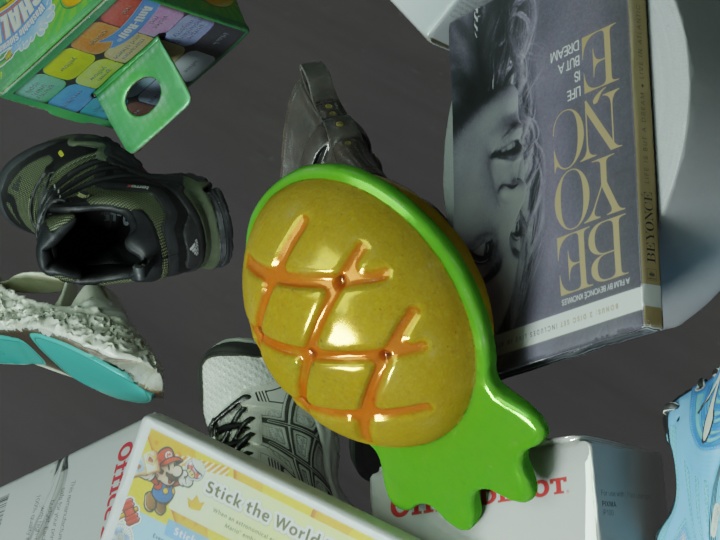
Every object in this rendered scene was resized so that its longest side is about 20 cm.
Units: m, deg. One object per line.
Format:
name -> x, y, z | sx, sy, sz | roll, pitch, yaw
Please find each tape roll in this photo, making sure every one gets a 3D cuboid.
tape roll -> 0.126, -0.068, 1.086 | 0.200, 0.066, 0.202 | -20, 66, 55

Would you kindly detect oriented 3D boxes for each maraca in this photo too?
maraca -> 0.015, 0.038, 1.050 | 0.137, 0.107, 0.201 | -32, 92, 46

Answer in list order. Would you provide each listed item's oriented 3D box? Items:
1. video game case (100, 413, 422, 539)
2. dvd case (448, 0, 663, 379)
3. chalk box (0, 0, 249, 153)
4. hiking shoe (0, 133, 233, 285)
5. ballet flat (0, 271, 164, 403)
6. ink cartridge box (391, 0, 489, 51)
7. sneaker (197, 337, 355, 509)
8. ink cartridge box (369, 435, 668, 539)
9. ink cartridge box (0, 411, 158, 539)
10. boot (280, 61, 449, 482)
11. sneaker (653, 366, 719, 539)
video game case -> -0.060, 0.198, 1.108 | 0.199, 0.023, 0.183 | 23, 98, 23
dvd case -> 0.093, -0.053, 1.058 | 0.148, 0.016, 0.202 | -22, 65, 53
chalk box -> -0.166, -0.174, 1.339 | 0.125, 0.124, 0.201 | -37, 61, 28
hiking shoe -> -0.177, -0.037, 1.327 | 0.199, 0.100, 0.076 | 12, 112, 39
ballet flat -> -0.195, 0.033, 1.363 | 0.199, 0.072, 0.072 | 11, 88, 39
ink cartridge box -> 0.054, -0.265, 1.234 | 0.200, 0.040, 0.200 | -52, 54, 18
sneaker -> -0.056, 0.117, 1.218 | 0.076, 0.087, 0.201 | -45, 56, 25
ink cartridge box -> 0.088, 0.196, 1.089 | 0.146, 0.082, 0.202 | -13, 74, 37
ink cartridge box -> -0.177, 0.195, 1.271 | 0.199, 0.084, 0.146 | -26, 39, 33
boot -> 0.000, 0.000, 1.206 | 0.174, 0.069, 0.202 | -129, 36, -54
sneaker -> 0.186, 0.061, 1.044 | 0.090, 0.078, 0.202 | 9, 84, 46
